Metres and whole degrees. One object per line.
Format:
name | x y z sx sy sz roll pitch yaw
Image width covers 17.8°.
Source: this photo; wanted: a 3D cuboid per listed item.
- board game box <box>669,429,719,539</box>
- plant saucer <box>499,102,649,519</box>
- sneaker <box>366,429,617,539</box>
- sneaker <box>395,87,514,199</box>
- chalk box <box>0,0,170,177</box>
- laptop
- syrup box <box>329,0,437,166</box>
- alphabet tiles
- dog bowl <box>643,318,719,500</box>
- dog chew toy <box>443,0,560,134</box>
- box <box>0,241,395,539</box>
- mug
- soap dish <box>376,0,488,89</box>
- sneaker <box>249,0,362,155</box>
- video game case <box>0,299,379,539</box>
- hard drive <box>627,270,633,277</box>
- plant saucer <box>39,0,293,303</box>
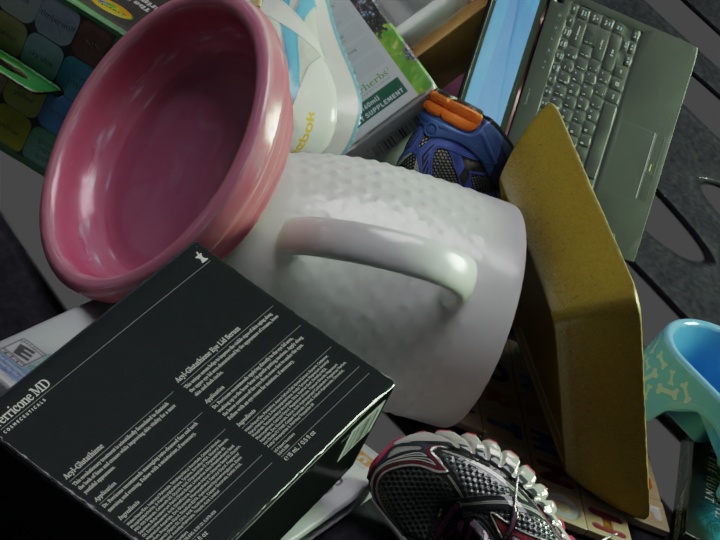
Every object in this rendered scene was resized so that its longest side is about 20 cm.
board game box | 0.274 0.164 1.531 0.135 0.028 0.200 27 26 -2
plant saucer | 0.131 0.030 1.461 0.048 0.201 0.200 -13 42 -5
sneaker | 0.086 0.165 1.291 0.200 0.081 0.075 36 30 14
sneaker | 0.075 -0.044 1.542 0.075 0.079 0.200 35 -8 40
chalk box | -0.201 -0.147 1.519 0.125 0.124 0.200 33 28 7
laptop | 0.155 -0.124 1.660 0.199 0.178 0.103 21 -10 -15
syrup box | -0.022 -0.160 1.573 0.200 0.079 0.081 56 3 24
alphabet tiles | 0.120 0.105 1.506 0.167 0.008 0.200 22 27 -16
dog bowl | 0.261 0.104 1.535 0.111 0.050 0.200 1 36 -40
dog chew toy | 0.098 -0.177 1.771 0.124 0.201 0.125 22 26 -12
box | -0.097 0.090 1.202 0.141 0.079 0.200 37 42 11
mug | 0.000 0.000 1.388 0.175 0.148 0.200 18 -10 -14
soap dish | -0.007 -0.169 1.682 0.081 0.200 0.158 50 4 -46
sneaker | -0.066 -0.151 1.476 0.080 0.077 0.200 10 36 -34
video game case | -0.100 0.088 1.312 0.200 0.022 0.182 36 27 15
hard drive | 0.093 -0.020 1.677 0.200 0.033 0.140 34 27 9
plant saucer | -0.110 -0.069 1.373 0.051 0.201 0.201 31 20 -37
